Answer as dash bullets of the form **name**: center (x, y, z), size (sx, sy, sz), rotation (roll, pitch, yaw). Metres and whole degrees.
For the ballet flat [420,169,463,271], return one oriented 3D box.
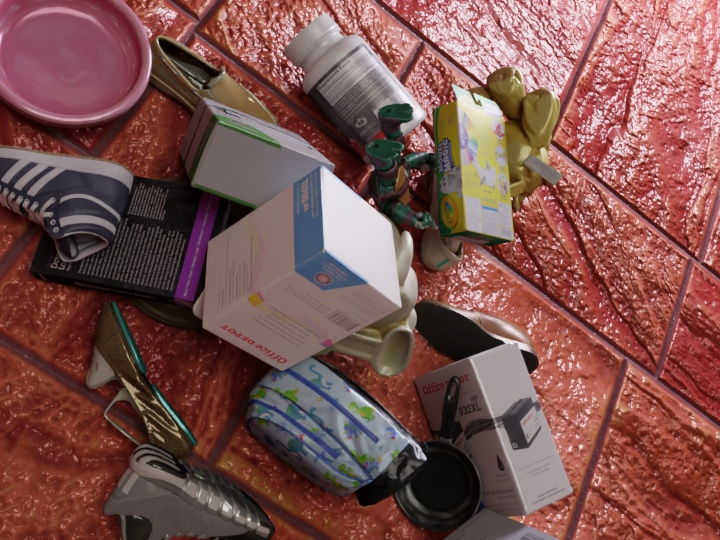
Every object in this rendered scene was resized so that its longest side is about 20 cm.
- **ballet flat**: center (0.135, -0.094, 1.208), size (0.069, 0.069, 0.200), rotation (19, 65, -21)

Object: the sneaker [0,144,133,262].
- **sneaker**: center (-0.359, -0.071, 0.913), size (0.200, 0.070, 0.109), rotation (4, 65, -3)

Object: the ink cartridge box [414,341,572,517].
- **ink cartridge box**: center (0.166, 0.209, 1.073), size (0.084, 0.145, 0.200), rotation (-14, 80, -30)

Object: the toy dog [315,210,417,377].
- **toy dog**: center (0.000, 0.000, 1.047), size (0.139, 0.194, 0.200), rotation (10, 35, -10)

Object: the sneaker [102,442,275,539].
- **sneaker**: center (-0.197, 0.279, 0.919), size (0.200, 0.075, 0.116), rotation (39, 87, -29)

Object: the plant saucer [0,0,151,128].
- **plant saucer**: center (-0.359, -0.261, 1.013), size (0.200, 0.051, 0.201), rotation (7, 71, -22)

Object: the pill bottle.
- **pill bottle**: center (-0.011, -0.255, 1.161), size (0.200, 0.111, 0.111), rotation (49, 59, -5)

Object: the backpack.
- **backpack**: center (-0.037, 0.185, 0.976), size (0.154, 0.163, 0.200), rotation (-33, 83, -16)

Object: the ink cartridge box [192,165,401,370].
- **ink cartridge box**: center (-0.076, 0.008, 0.912), size (0.129, 0.200, 0.125), rotation (37, 35, -39)

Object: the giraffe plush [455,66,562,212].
- **giraffe plush**: center (0.232, -0.178, 1.240), size (0.172, 0.162, 0.200), rotation (-36, 72, 9)

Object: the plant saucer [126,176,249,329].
- **plant saucer**: center (-0.209, -0.027, 1.030), size (0.200, 0.029, 0.200), rotation (9, 70, -25)

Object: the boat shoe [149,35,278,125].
- **boat shoe**: center (-0.190, -0.233, 1.081), size (0.200, 0.076, 0.072), rotation (28, 62, -17)

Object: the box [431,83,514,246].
- **box**: center (0.149, -0.139, 1.108), size (0.117, 0.048, 0.200), rotation (9, 77, -47)

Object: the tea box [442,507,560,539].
- **tea box**: center (0.142, 0.426, 0.963), size (0.200, 0.134, 0.197), rotation (-27, 109, -31)

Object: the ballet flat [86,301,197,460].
- **ballet flat**: center (-0.261, 0.134, 0.935), size (0.072, 0.068, 0.200), rotation (-30, 92, -13)

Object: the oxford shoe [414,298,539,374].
- **oxford shoe**: center (0.157, 0.084, 1.170), size (0.200, 0.071, 0.071), rotation (26, 35, -17)

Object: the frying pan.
- **frying pan**: center (0.090, 0.234, 1.054), size (0.031, 0.115, 0.190), rotation (-1, 80, -71)

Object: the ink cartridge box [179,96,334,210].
- **ink cartridge box**: center (-0.131, -0.135, 1.001), size (0.146, 0.200, 0.084), rotation (19, 103, -22)

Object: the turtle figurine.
- **turtle figurine**: center (0.056, -0.114, 1.097), size (0.100, 0.200, 0.150), rotation (-10, 52, 9)

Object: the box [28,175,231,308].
- **box**: center (-0.263, -0.041, 0.965), size (0.200, 0.036, 0.143), rotation (12, 67, -3)
